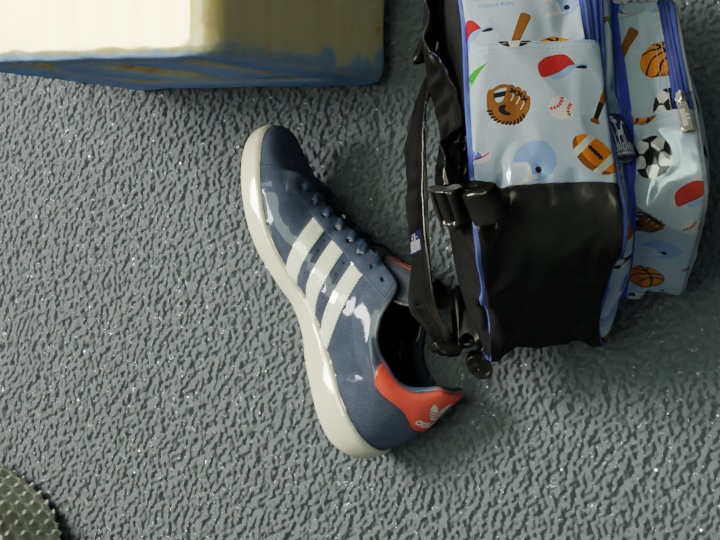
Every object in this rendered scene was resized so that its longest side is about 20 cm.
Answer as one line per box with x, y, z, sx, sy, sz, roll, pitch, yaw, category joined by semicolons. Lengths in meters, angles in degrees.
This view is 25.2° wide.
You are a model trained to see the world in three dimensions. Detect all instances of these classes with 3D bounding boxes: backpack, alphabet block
0.093;-0.070;0.805;0.153;0.200;0.191;-9;66;-4;backpack
-0.108;-0.211;0.916;0.195;0.195;0.201;2;92;28;alphabet block

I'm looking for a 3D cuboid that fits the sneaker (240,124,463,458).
0.000;0.000;0.907;0.084;0.075;0.201;-26;80;24;sneaker

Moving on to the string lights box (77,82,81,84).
-0.229;-0.194;0.991;0.059;0.200;0.103;29;95;29;string lights box

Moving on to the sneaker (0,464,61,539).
-0.221;0.207;0.993;0.100;0.069;0.200;-50;62;15;sneaker
